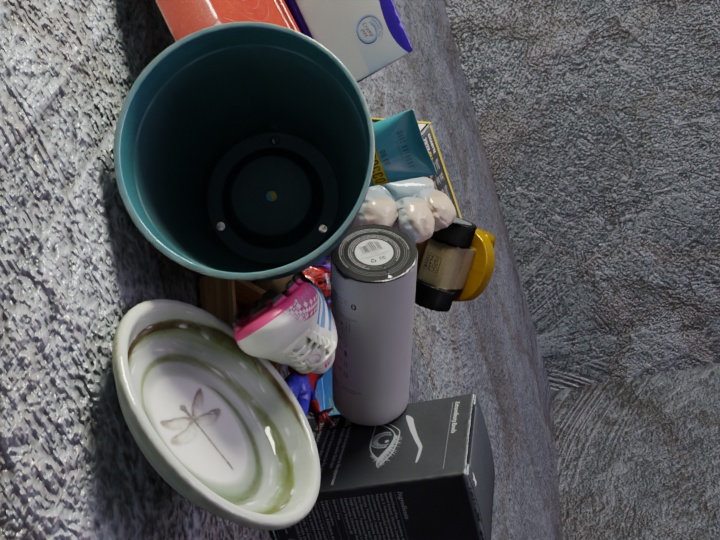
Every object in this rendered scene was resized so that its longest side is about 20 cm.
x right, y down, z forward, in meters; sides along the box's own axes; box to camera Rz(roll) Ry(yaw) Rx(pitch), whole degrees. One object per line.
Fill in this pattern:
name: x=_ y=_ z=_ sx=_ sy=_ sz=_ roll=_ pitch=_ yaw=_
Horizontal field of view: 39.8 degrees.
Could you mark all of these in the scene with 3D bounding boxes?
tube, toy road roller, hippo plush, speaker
tube: x=-0.027 y=-0.108 z=1.027 sx=0.051 sy=0.199 sz=0.078 roll=-86 pitch=157 yaw=-48
toy road roller: x=0.090 y=-0.027 z=1.336 sx=0.146 sy=0.200 sz=0.123 roll=2 pitch=109 yaw=-53
hippo plush: x=0.006 y=-0.029 z=1.199 sx=0.159 sy=0.199 sz=0.161 roll=-95 pitch=-166 yaw=-68
speaker: x=0.010 y=0.057 z=0.948 sx=0.081 sy=0.081 sz=0.201 roll=-85 pitch=176 yaw=-48

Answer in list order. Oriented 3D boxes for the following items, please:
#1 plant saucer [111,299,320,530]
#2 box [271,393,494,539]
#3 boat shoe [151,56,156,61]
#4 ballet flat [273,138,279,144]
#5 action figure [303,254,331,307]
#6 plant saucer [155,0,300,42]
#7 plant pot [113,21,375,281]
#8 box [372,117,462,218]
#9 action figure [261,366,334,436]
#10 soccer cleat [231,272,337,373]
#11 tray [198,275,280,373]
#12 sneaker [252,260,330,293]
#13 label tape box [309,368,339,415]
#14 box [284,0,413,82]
plant saucer: x=-0.115 y=0.114 z=0.746 sx=0.200 sy=0.050 sz=0.200 roll=41 pitch=22 yaw=-20
box: x=0.026 y=0.213 z=0.979 sx=0.148 sy=0.199 sz=0.105 roll=-65 pitch=143 yaw=-65
boat shoe: x=-0.122 y=-0.160 z=0.954 sx=0.200 sy=0.076 sz=0.072 roll=11 pitch=67 yaw=-75
ballet flat: x=-0.096 y=-0.200 z=1.123 sx=0.073 sy=0.073 sz=0.201 roll=-76 pitch=144 yaw=-58
action figure: x=0.000 y=0.000 z=1.019 sx=0.200 sy=0.099 sz=0.066 roll=-20 pitch=99 yaw=-63
plant saucer: x=-0.130 y=-0.267 z=0.910 sx=0.200 sy=0.037 sz=0.200 roll=-6 pitch=66 yaw=-63
plant pot: x=-0.087 y=-0.080 z=0.844 sx=0.188 sy=0.199 sz=0.201 roll=82 pitch=-2 yaw=-82
box: x=0.054 y=-0.120 z=1.414 sx=0.049 sy=0.159 sz=0.200 roll=-50 pitch=132 yaw=-33
action figure: x=-0.057 y=0.114 z=0.917 sx=0.200 sy=0.051 sz=0.066 roll=-73 pitch=143 yaw=-64
soccer cleat: x=-0.050 y=0.052 z=0.837 sx=0.087 sy=0.070 sz=0.200 roll=58 pitch=7 yaw=-3
tray: x=-0.104 y=0.111 z=0.899 sx=0.099 sy=0.037 sz=0.201 roll=39 pitch=41 yaw=-67
sneaker: x=-0.064 y=-0.012 z=1.072 sx=0.200 sy=0.070 sz=0.076 roll=-49 pitch=125 yaw=-72
label tape box: x=-0.004 y=0.120 z=1.205 sx=0.200 sy=0.063 sz=0.145 roll=46 pitch=34 yaw=-64
box: x=-0.054 y=-0.310 z=1.086 sx=0.184 sy=0.105 sz=0.200 roll=63 pitch=-10 yaw=-28
